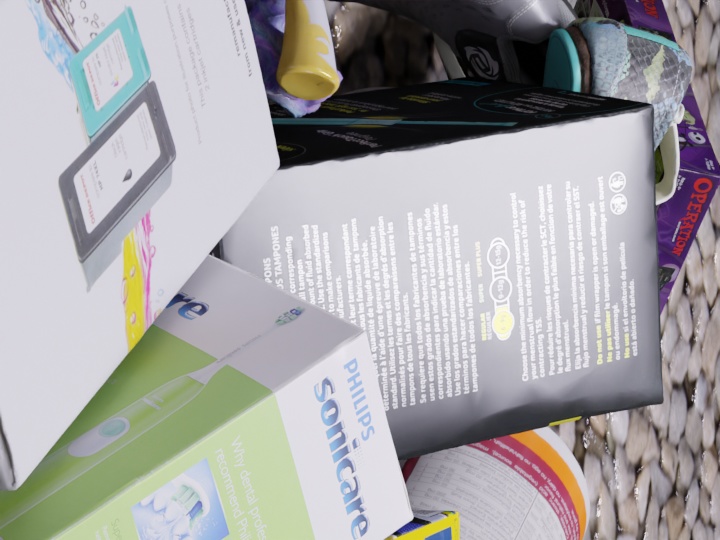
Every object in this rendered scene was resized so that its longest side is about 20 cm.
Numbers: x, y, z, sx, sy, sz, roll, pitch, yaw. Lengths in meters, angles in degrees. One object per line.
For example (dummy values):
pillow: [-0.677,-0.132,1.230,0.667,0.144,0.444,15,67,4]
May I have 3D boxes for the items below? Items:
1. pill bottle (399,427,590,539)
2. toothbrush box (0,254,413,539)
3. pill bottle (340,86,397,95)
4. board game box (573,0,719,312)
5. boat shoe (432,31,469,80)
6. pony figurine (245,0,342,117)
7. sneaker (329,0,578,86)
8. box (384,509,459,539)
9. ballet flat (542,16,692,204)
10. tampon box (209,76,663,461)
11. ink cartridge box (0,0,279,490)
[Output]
pill bottle: [0.022,0.153,1.227,0.200,0.109,0.110,-59,142,-46]
toothbrush box: [-0.107,0.078,0.938,0.200,0.146,0.086,-35,127,-28]
pill bottle: [0.036,0.005,1.346,0.200,0.112,0.112,50,49,-54]
board game box: [0.124,-0.058,1.343,0.200,0.032,0.120,-99,-152,-51]
boat shoe: [0.073,-0.107,1.369,0.201,0.060,0.072,-101,165,-65]
pony figurine: [-0.051,-0.158,1.109,0.193,0.166,0.200,23,52,-33]
sneaker: [0.043,-0.115,1.269,0.116,0.075,0.200,53,-8,-8]
box: [-0.064,0.121,1.047,0.064,0.200,0.070,-10,101,-64]
ballet flat: [0.102,-0.021,1.224,0.074,0.074,0.200,-55,164,-48]
tampon box: [0.000,0.000,1.132,0.200,0.150,0.126,-10,103,-27]
ink cartridge box: [-0.144,-0.047,0.928,0.200,0.146,0.146,-53,139,-48]
